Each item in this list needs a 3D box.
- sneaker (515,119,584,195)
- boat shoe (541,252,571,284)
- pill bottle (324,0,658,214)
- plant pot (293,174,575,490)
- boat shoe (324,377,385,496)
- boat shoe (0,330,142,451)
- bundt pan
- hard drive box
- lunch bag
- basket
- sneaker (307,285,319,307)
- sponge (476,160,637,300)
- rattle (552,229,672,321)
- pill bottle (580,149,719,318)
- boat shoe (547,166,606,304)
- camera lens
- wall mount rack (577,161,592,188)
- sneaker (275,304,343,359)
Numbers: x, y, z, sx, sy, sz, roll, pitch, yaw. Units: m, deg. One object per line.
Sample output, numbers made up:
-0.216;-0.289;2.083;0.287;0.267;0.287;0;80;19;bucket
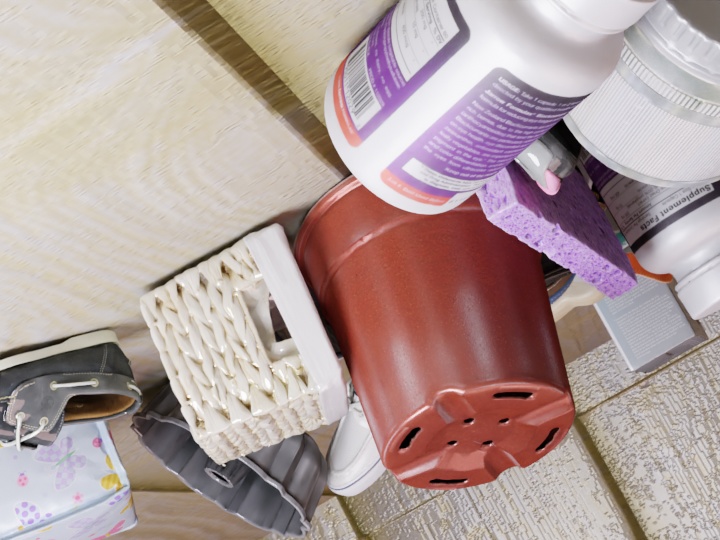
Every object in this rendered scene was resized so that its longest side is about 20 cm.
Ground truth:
0.140;-0.120;1.135;0.095;0.079;0.200;-41;-171;20;sneaker
0.114;0.020;1.408;0.199;0.057;0.069;-37;166;21;boat shoe
0.075;-0.126;0.918;0.111;0.112;0.200;-18;164;-43;pill bottle
0.066;0.046;1.252;0.199;0.196;0.201;-11;146;-7;plant pot
0.013;0.118;1.567;0.070;0.071;0.201;28;95;-47;boat shoe
-0.249;0.099;1.225;0.199;0.068;0.072;-15;164;-45;boat shoe
-0.115;0.167;1.565;0.076;0.201;0.202;-56;179;-22;bundt pan
0.269;0.000;1.688;0.076;0.201;0.156;-30;168;12;hard drive box
-0.295;0.195;1.385;0.199;0.128;0.170;-19;165;-12;lunch bag
-0.089;0.066;1.297;0.123;0.136;0.200;-23;168;-6;basket
0.000;0.000;1.432;0.070;0.083;0.200;13;161;17;sneaker
0.132;-0.055;1.205;0.030;0.112;0.200;-35;147;19;sponge
0.173;-0.020;1.540;0.199;0.131;0.143;3;150;36;rattle
0.250;-0.069;1.314;0.111;0.201;0.111;-27;169;-6;pill bottle
0.183;-0.052;1.499;0.201;0.072;0.073;-59;172;-35;boat shoe
0.207;-0.152;0.999;0.159;0.161;0.200;-26;168;-14;camera lens
0.099;-0.044;1.410;0.173;0.075;0.199;-37;165;37;wall mount rack
-0.074;0.082;1.535;0.146;0.077;0.202;-36;168;22;sneaker
